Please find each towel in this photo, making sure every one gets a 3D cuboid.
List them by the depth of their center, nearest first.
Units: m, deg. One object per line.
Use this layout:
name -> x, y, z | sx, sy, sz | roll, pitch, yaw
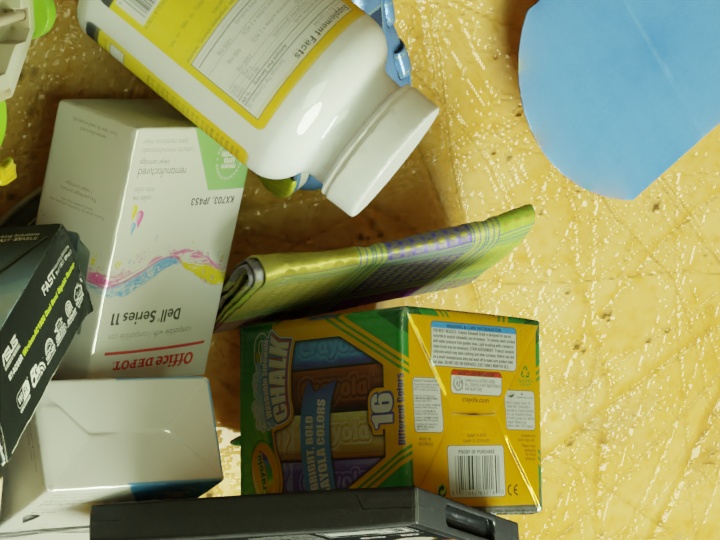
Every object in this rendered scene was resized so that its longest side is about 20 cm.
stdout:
towel -> 0.000, 0.000, 1.550 | 0.199, 0.144, 0.023 | -11, 78, -20

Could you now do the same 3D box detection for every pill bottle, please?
pill bottle -> -0.056, -0.124, 1.414 | 0.200, 0.112, 0.112 | 40, 92, 3

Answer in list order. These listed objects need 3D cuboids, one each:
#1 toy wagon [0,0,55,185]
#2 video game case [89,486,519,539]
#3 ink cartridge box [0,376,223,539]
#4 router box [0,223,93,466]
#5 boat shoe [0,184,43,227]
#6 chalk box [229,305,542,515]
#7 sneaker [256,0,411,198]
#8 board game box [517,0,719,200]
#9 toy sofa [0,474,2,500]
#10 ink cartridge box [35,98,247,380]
toy wagon -> -0.220, -0.144, 1.358 | 0.039, 0.155, 0.201 | 4, 105, 20
video game case -> -0.029, 0.152, 1.431 | 0.181, 0.199, 0.026 | 30, 57, -65
ink cartridge box -> -0.178, 0.127, 1.469 | 0.115, 0.200, 0.067 | -1, 69, -31
router box -> -0.266, 0.044, 1.362 | 0.199, 0.150, 0.062 | -4, 121, 16
boat shoe -> -0.212, 0.030, 1.488 | 0.073, 0.062, 0.200 | 41, 90, -30
chalk box -> 0.003, 0.093, 1.559 | 0.124, 0.199, 0.125 | 5, 82, -44
sneaker -> -0.010, -0.141, 1.510 | 0.082, 0.074, 0.201 | 0, 117, -32
board game box -> 0.181, -0.150, 1.619 | 0.200, 0.039, 0.158 | -41, 119, -10
toy sofa -> -0.293, 0.134, 1.419 | 0.097, 0.199, 0.083 | -13, 113, -57
ink cartridge box -> -0.138, 0.002, 1.468 | 0.117, 0.067, 0.201 | -6, 113, -55
